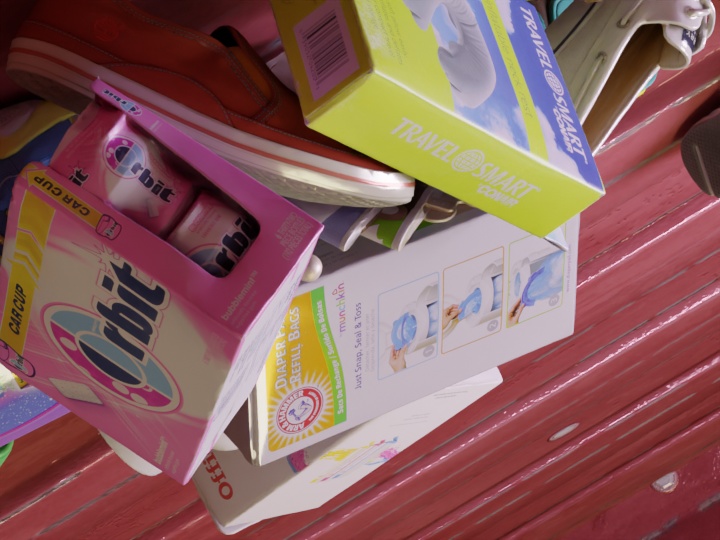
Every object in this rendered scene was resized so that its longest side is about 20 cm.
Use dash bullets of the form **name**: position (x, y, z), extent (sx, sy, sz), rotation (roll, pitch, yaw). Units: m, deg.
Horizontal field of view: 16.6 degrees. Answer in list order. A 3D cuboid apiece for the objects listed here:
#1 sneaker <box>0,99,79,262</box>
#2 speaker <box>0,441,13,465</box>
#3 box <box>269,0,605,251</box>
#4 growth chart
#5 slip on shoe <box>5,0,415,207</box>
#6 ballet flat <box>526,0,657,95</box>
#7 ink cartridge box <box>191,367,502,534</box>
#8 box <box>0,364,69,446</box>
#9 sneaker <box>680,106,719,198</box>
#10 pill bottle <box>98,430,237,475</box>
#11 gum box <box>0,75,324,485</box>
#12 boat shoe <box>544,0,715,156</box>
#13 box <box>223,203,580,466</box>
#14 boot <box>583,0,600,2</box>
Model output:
- **sneaker**: position (-0.181, -0.007, 1.169), extent (0.200, 0.105, 0.076), rotation (-25, 164, -12)
- **speaker**: position (-0.294, 0.130, 1.437), extent (0.200, 0.089, 0.088), rotation (-36, 163, 25)
- **box**: position (0.038, -0.093, 1.147), extent (0.048, 0.122, 0.200), rotation (-34, 145, 26)
- **growth chart**: position (-0.012, -0.059, 1.205), extent (0.200, 0.145, 0.018), rotation (-34, 151, -46)
- **slip on shoe**: position (-0.058, -0.076, 1.094), extent (0.200, 0.061, 0.074), rotation (24, 170, -23)
- **ballet flat**: position (0.090, -0.122, 1.386), extent (0.067, 0.067, 0.200), rotation (-14, 173, 37)
- **ink cartridge box**: position (-0.036, 0.073, 1.629), extent (0.200, 0.129, 0.125), rotation (-36, 163, 26)
- **box**: position (-0.184, 0.024, 1.271), extent (0.200, 0.039, 0.137), rotation (-26, 136, -3)
- **sneaker**: position (0.299, -0.123, 1.735), extent (0.080, 0.071, 0.200), rotation (-31, 173, -29)
- **pill bottle**: position (-0.068, 0.040, 1.499), extent (0.200, 0.111, 0.111), rotation (-33, 164, 15)
- **gum box**: position (-0.094, 0.008, 1.077), extent (0.066, 0.113, 0.200), rotation (-55, 176, -26)
- **boat shoe**: position (0.156, -0.135, 1.319), extent (0.200, 0.070, 0.071), rotation (-48, 146, -8)
- **box**: position (0.000, 0.000, 1.261), extent (0.200, 0.112, 0.102), rotation (-22, 131, -27)
- **boot**: position (0.104, -0.184, 1.189), extent (0.138, 0.078, 0.200), rotation (-12, 154, -27)
